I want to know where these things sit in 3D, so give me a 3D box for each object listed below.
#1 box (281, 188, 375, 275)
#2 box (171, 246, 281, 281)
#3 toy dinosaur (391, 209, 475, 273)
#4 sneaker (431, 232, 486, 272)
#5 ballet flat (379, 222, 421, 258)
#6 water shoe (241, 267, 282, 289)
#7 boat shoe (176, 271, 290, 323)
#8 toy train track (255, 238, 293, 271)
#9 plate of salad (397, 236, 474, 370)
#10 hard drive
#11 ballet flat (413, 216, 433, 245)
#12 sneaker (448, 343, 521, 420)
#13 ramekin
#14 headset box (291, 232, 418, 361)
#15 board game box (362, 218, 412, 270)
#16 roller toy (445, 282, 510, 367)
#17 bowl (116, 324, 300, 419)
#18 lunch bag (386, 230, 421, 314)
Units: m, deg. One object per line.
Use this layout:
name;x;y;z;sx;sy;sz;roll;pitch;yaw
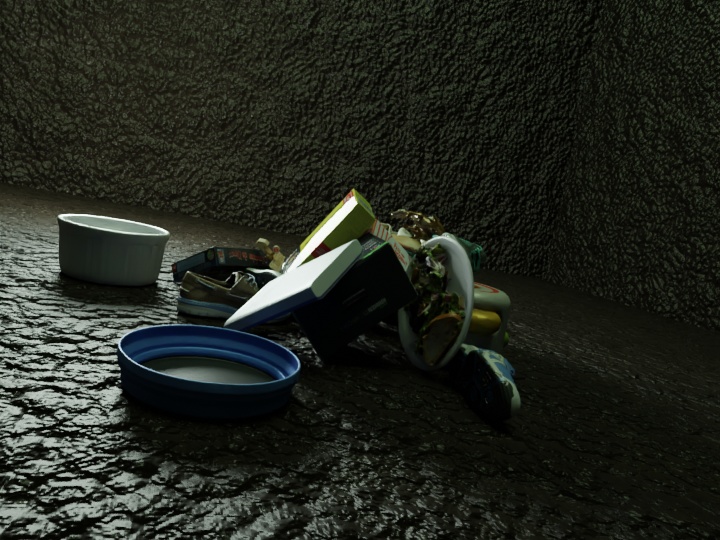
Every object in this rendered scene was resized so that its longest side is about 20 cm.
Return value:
box;-0.060;-0.048;0.984;0.050;0.200;0.076;39;17;-24
box;-0.275;-0.010;1.160;0.134;0.039;0.198;-18;-10;31
toy dinosaur;0.145;-0.073;1.049;0.198;0.061;0.106;38;15;15
sneaker;0.172;-0.025;0.923;0.088;0.080;0.200;4;11;-2
ballet flat;0.060;-0.060;1.082;0.195;0.064;0.069;15;-20;31
water shoe;-0.166;0.033;1.081;0.077;0.074;0.197;8;8;-41
boat shoe;-0.204;0.042;0.925;0.195;0.075;0.072;7;8;-32
toy train track;-0.133;-0.001;1.148;0.199;0.033;0.115;44;13;-13
plate of salad;0.102;0.048;0.841;0.047;0.207;0.199;10;6;-26
hard drive;-0.098;0.027;0.796;0.197;0.026;0.132;-24;16;39
ballet flat;0.134;-0.029;1.125;0.062;0.077;0.203;-11;40;15
sneaker;0.177;0.141;0.740;0.074;0.078;0.200;6;8;-6
ramekin;-0.467;-0.038;1.040;0.194;0.101;0.201;11;7;-1
headset box;-0.019;0.033;0.855;0.171;0.094;0.200;-33;12;-2
board game box;0.000;0.000;1.059;0.197;0.047;0.151;-21;-53;38
roller toy;0.164;0.079;0.955;0.177;0.145;0.199;13;7;24
bowl;-0.164;0.107;0.604;0.194;0.041;0.201;11;6;-1
lunch bag;0.079;0.023;1.213;0.193;0.170;0.142;8;46;-8
